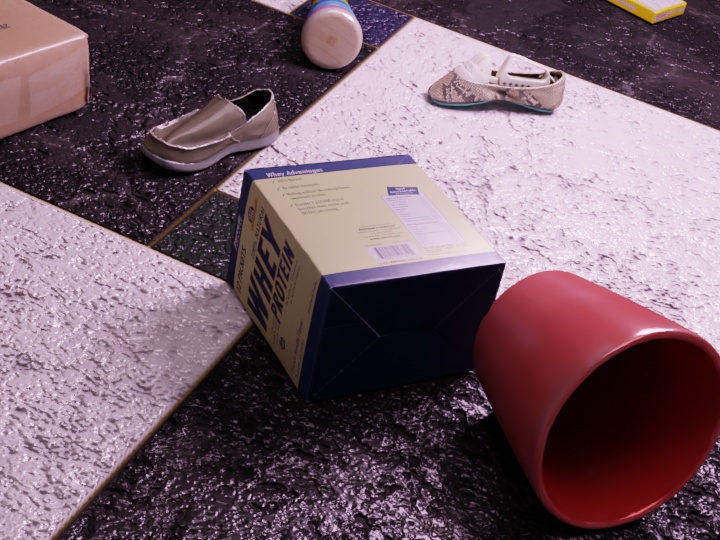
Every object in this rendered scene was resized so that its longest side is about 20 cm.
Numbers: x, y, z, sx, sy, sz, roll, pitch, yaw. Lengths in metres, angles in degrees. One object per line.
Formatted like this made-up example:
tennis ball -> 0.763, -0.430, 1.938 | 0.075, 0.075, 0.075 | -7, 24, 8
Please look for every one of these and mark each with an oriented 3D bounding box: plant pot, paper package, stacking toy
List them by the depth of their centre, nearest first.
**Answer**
plant pot -> 0.202, 0.101, 1.218 | 0.197, 0.203, 0.177 | -4, 28, -25
paper package -> -0.446, -0.239, 1.543 | 0.189, 0.105, 0.199 | 29, 37, 24
stacking toy -> -0.045, -0.359, 1.894 | 0.084, 0.086, 0.201 | 8, 29, -9

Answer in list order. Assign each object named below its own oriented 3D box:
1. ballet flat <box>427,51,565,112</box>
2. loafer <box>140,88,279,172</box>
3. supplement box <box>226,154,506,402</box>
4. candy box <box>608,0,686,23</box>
ballet flat -> 0.190, -0.263, 1.834 | 0.197, 0.076, 0.068 | 2, 36, -16
loafer -> -0.175, -0.173, 1.575 | 0.075, 0.070, 0.199 | 34, 38, 28
supplement box -> 0.000, 0.000, 1.326 | 0.197, 0.136, 0.200 | -7, 39, -29
candy box -> 0.449, -0.480, 2.291 | 0.102, 0.027, 0.199 | -24, 49, -40
